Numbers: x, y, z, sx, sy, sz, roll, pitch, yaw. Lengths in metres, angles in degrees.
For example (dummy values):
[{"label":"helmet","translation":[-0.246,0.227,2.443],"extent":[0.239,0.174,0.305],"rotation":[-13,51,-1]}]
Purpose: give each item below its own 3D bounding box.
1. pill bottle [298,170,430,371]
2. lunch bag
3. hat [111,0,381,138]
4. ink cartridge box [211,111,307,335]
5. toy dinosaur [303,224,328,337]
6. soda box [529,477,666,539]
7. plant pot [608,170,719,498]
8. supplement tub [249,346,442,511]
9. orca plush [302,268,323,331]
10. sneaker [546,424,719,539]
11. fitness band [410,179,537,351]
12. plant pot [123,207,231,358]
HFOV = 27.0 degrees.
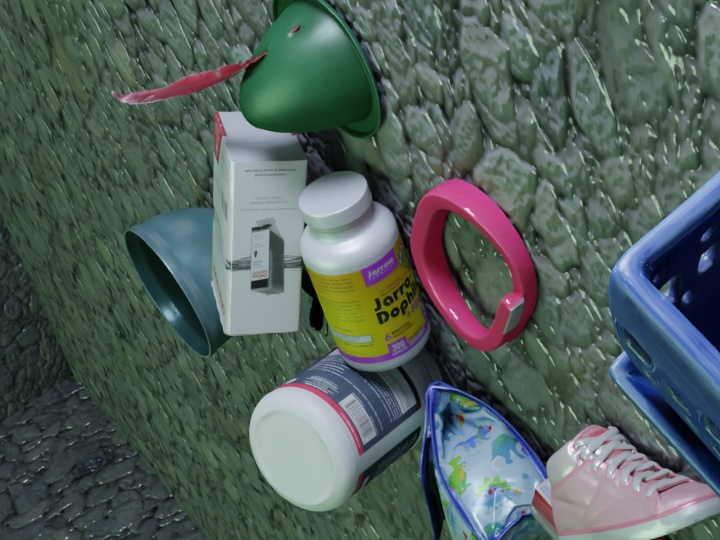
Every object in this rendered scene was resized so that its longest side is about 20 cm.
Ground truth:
[{"label":"pill bottle","translation":[0.000,0.000,1.544],"extent":[0.104,0.104,0.201],"rotation":[33,151,49]},{"label":"lunch bag","translation":[0.130,0.235,1.599],"extent":[0.171,0.126,0.201],"rotation":[76,166,-51]},{"label":"hat","translation":[-0.101,-0.155,1.424],"extent":[0.167,0.175,0.200],"rotation":[59,161,-10]},{"label":"ink cartridge box","translation":[-0.111,-0.052,1.601],"extent":[0.147,0.082,0.202],"rotation":[-115,26,-61]},{"label":"toy dinosaur","translation":[-0.068,-0.029,1.719],"extent":[0.088,0.047,0.201],"rotation":[91,157,-55]},{"label":"soda box","translation":[0.250,0.273,1.424],"extent":[0.200,0.070,0.064],"rotation":[48,161,23]},{"label":"plant pot","translation":[0.262,0.046,0.840],"extent":[0.200,0.199,0.180],"rotation":[48,165,21]},{"label":"supplement tub","translation":[-0.012,0.159,1.635],"extent":[0.139,0.199,0.142],"rotation":[18,121,32]},{"label":"orca plush","translation":[-0.027,0.058,1.757],"extent":[0.201,0.071,0.105],"rotation":[55,161,2]},{"label":"sneaker","translation":[0.232,0.185,1.318],"extent":[0.200,0.075,0.106],"rotation":[-24,77,57]},{"label":"fitness band","translation":[0.103,-0.004,1.396],"extent":[0.144,0.037,0.200],"rotation":[53,160,17]},{"label":"plant pot","translation":[-0.205,-0.004,2.000],"extent":[0.200,0.134,0.201],"rotation":[48,160,23]}]
